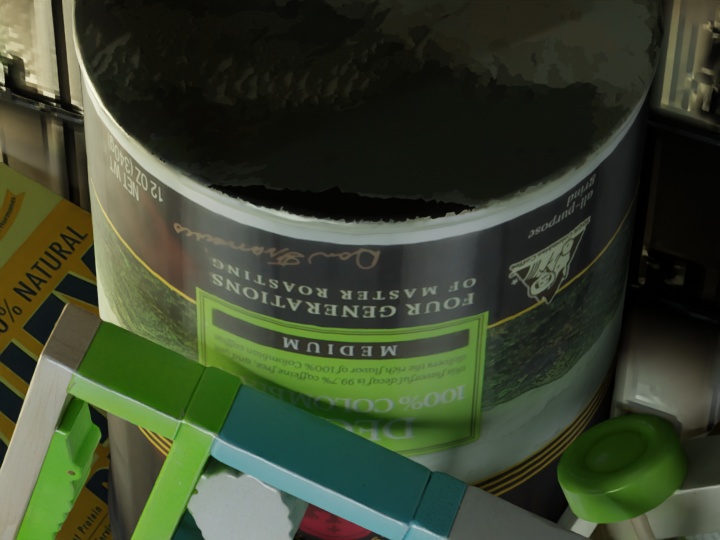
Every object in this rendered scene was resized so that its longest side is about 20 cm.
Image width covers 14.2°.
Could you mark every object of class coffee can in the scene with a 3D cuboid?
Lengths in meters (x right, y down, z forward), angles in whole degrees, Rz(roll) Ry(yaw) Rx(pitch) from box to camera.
[{"bbox_3d":[0.000,0.000,0.776,0.146,0.147,0.201,17,140,14],"label":"coffee can"}]

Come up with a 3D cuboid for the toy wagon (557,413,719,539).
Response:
[{"bbox_3d":[0.143,0.096,0.743,0.199,0.040,0.156,-11,121,24],"label":"toy wagon"}]

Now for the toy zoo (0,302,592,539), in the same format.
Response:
[{"bbox_3d":[-0.001,0.092,0.746,0.199,0.021,0.131,25,140,-2],"label":"toy zoo"}]

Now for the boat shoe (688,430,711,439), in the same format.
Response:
[{"bbox_3d":[0.071,0.107,0.924,0.067,0.057,0.200,39,141,-14],"label":"boat shoe"}]

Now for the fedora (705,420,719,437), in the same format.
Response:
[{"bbox_3d":[0.180,0.085,0.805,0.199,0.082,0.201,12,129,16],"label":"fedora"}]

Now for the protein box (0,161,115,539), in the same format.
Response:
[{"bbox_3d":[-0.094,0.103,0.946,0.199,0.135,0.199,29,143,9],"label":"protein box"}]
